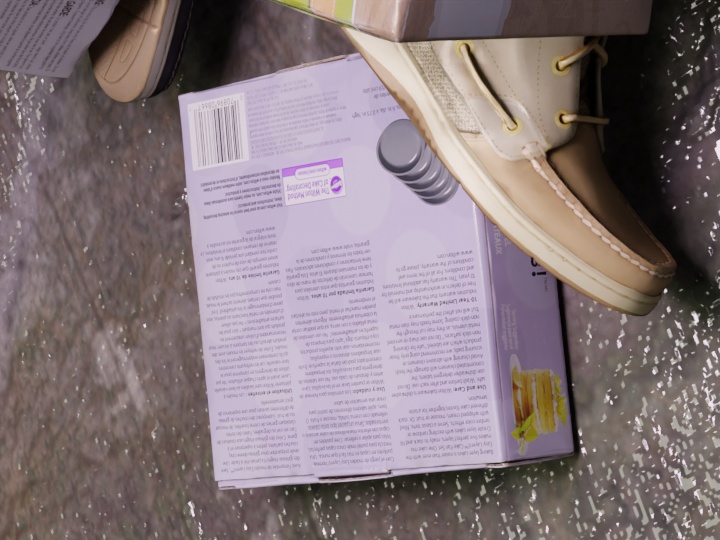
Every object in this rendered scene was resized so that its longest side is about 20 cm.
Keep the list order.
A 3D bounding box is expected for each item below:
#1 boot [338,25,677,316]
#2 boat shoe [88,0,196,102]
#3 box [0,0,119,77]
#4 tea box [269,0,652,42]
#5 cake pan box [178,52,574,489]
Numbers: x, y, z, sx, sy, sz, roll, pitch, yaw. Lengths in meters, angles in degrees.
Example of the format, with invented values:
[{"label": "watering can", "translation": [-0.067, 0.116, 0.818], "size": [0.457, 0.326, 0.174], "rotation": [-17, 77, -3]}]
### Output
[{"label": "boot", "translation": [0.092, -0.098, 1.162], "size": [0.155, 0.073, 0.200], "rotation": [-43, 72, 16]}, {"label": "boat shoe", "translation": [-0.079, -0.175, 1.353], "size": [0.072, 0.065, 0.202], "rotation": [19, 104, 48]}, {"label": "box", "translation": [-0.165, -0.206, 1.338], "size": [0.112, 0.101, 0.201], "rotation": [136, 136, -58]}, {"label": "tea box", "translation": [0.010, -0.201, 1.061], "size": [0.196, 0.133, 0.201], "rotation": [21, 110, 44]}, {"label": "cake pan box", "translation": [0.000, 0.000, 1.298], "size": [0.199, 0.052, 0.186], "rotation": [-10, 84, 46]}]
